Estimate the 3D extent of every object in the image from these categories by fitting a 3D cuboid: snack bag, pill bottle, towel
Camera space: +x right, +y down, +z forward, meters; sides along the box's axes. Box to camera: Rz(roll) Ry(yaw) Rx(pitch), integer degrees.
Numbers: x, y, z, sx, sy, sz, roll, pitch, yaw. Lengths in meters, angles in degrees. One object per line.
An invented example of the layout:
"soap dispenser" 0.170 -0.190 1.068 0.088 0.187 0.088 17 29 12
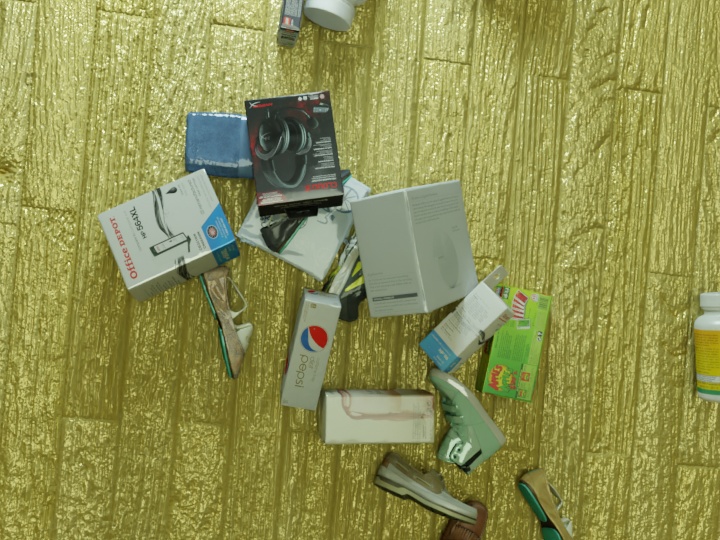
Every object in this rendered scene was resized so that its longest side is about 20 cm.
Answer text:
"snack bag" -0.101 -0.104 1.505 0.186 0.021 0.203 27 86 -8
"pill bottle" 0.702 0.145 1.601 0.110 0.113 0.205 -3 91 -10
"pill bottle" -0.029 -0.536 1.462 0.117 0.120 0.204 18 87 -9
"towel" -0.207 -0.216 1.459 0.195 0.049 0.114 5 83 -5

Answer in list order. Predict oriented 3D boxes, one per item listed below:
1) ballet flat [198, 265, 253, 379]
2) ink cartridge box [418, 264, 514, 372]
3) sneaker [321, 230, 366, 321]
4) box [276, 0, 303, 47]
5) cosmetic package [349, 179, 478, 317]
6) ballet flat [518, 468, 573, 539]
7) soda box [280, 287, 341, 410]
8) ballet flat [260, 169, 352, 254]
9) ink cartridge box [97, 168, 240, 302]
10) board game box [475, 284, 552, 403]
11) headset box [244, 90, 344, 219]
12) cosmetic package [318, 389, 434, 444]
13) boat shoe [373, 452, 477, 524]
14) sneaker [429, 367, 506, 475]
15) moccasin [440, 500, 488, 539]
"ballet flat" -0.226 0.087 1.462 0.066 0.068 0.204 -16 94 -12
"ink cartridge box" 0.206 0.089 1.484 0.200 0.116 0.068 -45 73 8
"sneaker" 0.000 0.000 1.505 0.084 0.074 0.202 31 94 -15
"box" -0.114 -0.506 1.454 0.034 0.110 0.205 8 90 -10
"cosmetic package" 0.096 -0.040 1.438 0.121 0.198 0.205 -7 95 35
"ballet flat" 0.367 0.468 1.571 0.062 0.068 0.203 -28 96 -22
"soda box" -0.089 0.137 1.458 0.067 0.064 0.204 11 108 -10
"ballet flat" -0.101 -0.121 1.461 0.073 0.073 0.200 44 86 -7
"ink cartridge box" -0.324 -0.059 1.418 0.197 0.084 0.148 -25 78 -9
"board game box" 0.287 0.136 1.561 0.099 0.048 0.204 12 88 -9
"headset box" -0.110 -0.185 1.397 0.145 0.077 0.205 -7 80 -5
"cosmetic package" 0.027 0.260 1.490 0.195 0.103 0.089 1 89 -11
"boat shoe" 0.125 0.394 1.505 0.197 0.075 0.069 23 70 8
"sneaker" 0.169 0.282 1.525 0.118 0.074 0.201 -42 100 -13
"moccasin" 0.173 0.518 1.529 0.073 0.078 0.203 38 83 -5
